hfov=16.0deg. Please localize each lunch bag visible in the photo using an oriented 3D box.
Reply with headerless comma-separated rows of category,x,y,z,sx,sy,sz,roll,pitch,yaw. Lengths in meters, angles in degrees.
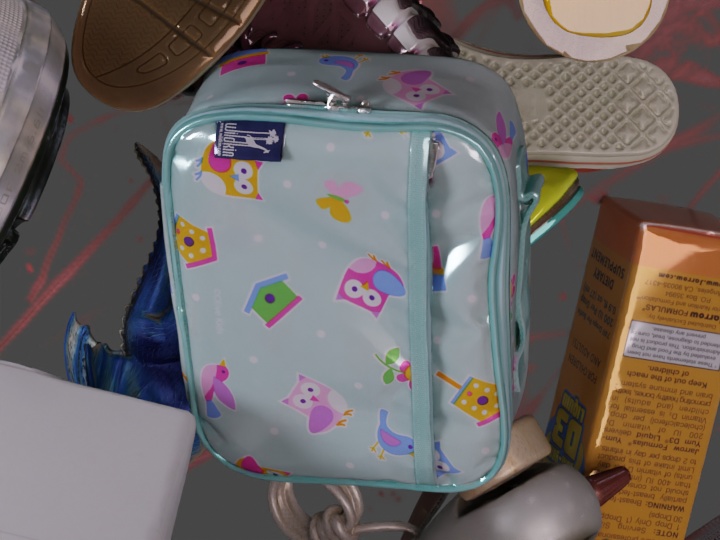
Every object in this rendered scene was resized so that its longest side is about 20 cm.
lunch bag,0.000,0.000,1.122,0.160,0.077,0.200,5,121,15

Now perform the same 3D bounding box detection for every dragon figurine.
dragon figurine,-0.108,0.048,1.225,0.099,0.059,0.200,-18,109,-9

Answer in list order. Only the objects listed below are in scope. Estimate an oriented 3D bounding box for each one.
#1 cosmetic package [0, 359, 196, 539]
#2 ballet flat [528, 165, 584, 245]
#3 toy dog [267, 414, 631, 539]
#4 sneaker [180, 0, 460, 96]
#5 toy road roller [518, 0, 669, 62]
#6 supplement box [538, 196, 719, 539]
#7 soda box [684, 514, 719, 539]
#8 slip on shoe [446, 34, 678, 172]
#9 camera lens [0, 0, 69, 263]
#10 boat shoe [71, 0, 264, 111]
cosmetic package,-0.179,0.163,1.112,0.165,0.200,0.165,14,140,-1
ballet flat,0.015,0.001,1.216,0.067,0.067,0.200,46,117,-5
toy dog,0.059,0.135,1.254,0.096,0.200,0.132,-17,96,-45
sneaker,-0.024,-0.096,1.180,0.116,0.076,0.200,-37,72,9
toy road roller,0.070,-0.201,1.178,0.146,0.123,0.200,2,103,0
supplement box,0.137,0.069,1.288,0.069,0.067,0.200,7,102,-16
soda box,0.188,0.177,1.330,0.200,0.064,0.068,-33,109,-3
slip on shoe,0.051,-0.078,1.232,0.200,0.061,0.074,4,81,-3
camera lens,-0.238,-0.074,1.108,0.200,0.160,0.160,25,97,-18
boat shoe,-0.059,-0.158,1.131,0.072,0.065,0.200,29,91,2
